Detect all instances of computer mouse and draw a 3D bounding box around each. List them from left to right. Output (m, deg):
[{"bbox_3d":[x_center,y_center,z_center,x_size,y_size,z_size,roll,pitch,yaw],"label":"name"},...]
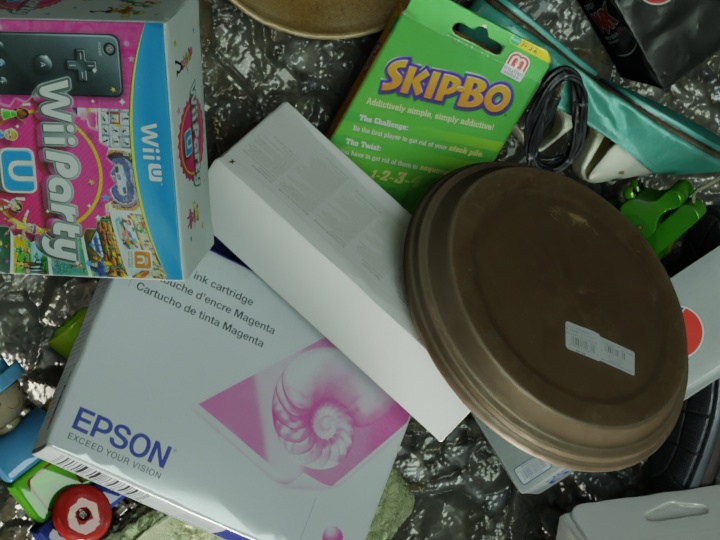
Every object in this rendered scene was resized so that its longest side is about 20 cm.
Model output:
[{"bbox_3d":[0.084,-0.039,1.438,0.058,0.034,0.200,15,114,-29],"label":"computer mouse"}]

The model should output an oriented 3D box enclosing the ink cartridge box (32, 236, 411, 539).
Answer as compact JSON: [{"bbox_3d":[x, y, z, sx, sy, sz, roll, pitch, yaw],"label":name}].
[{"bbox_3d":[-0.062,0.052,1.351,0.196,0.043,0.200,25,73,-16],"label":"ink cartridge box"}]

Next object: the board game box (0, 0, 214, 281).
[{"bbox_3d":[-0.186,-0.076,1.278,0.199,0.064,0.148,2,111,13],"label":"board game box"}]

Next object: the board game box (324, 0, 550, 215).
[{"bbox_3d":[0.025,-0.067,1.405,0.095,0.030,0.200,25,110,-16],"label":"board game box"}]

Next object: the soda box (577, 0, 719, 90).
[{"bbox_3d":[0.151,-0.211,1.432,0.071,0.063,0.200,-36,111,-9],"label":"soda box"}]

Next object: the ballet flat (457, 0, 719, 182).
[{"bbox_3d":[0.136,-0.096,1.455,0.200,0.067,0.070,30,100,-19],"label":"ballet flat"}]

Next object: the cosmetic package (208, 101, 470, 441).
[{"bbox_3d":[0.000,0.000,1.349,0.200,0.083,0.051,43,129,3],"label":"cosmetic package"}]

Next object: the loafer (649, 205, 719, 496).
[{"bbox_3d":[0.237,0.060,1.523,0.063,0.072,0.201,6,97,-26],"label":"loafer"}]

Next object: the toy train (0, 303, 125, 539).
[{"bbox_3d":[-0.135,0.065,1.387,0.200,0.085,0.116,-39,95,-13],"label":"toy train"}]

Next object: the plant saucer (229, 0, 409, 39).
[{"bbox_3d":[-0.019,-0.237,1.378,0.200,0.035,0.201,-4,103,-20],"label":"plant saucer"}]

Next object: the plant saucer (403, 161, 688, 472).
[{"bbox_3d":[0.114,0.020,1.350,0.200,0.029,0.201,20,51,-27],"label":"plant saucer"}]

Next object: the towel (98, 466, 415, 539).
[{"bbox_3d":[-0.064,0.160,1.427,0.200,0.036,0.149,-37,133,-11],"label":"towel"}]

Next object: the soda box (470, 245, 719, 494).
[{"bbox_3d":[0.170,0.060,1.457,0.200,0.068,0.064,-34,78,8],"label":"soda box"}]

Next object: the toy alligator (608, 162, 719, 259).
[{"bbox_3d":[0.169,-0.027,1.459,0.054,0.059,0.200,42,123,6],"label":"toy alligator"}]

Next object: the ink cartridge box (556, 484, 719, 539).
[{"bbox_3d":[0.194,0.247,1.510,0.146,0.086,0.200,-6,124,-19],"label":"ink cartridge box"}]
